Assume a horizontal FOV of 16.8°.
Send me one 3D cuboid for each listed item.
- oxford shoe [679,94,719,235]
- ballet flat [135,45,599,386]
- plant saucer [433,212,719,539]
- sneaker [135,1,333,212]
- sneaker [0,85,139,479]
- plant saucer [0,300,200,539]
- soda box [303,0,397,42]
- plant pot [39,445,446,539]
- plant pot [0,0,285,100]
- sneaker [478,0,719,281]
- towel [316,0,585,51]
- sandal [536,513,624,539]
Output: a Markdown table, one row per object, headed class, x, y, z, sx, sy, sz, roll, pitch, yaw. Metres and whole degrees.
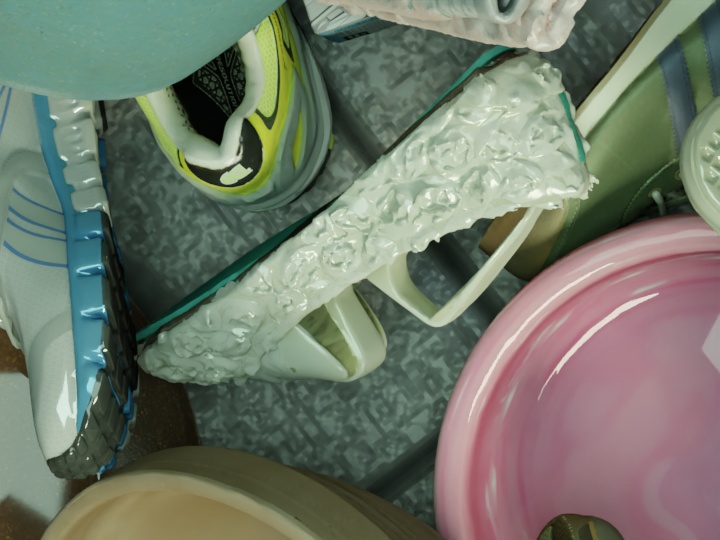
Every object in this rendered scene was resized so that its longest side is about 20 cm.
| class | x | y | z | sx | sy | sz | roll | pitch | yaw |
| --- | --- | --- | --- | --- | --- | --- | --- | --- | --- |
| oxford shoe | 0.191 | -0.031 | 0.814 | 0.199 | 0.058 | 0.075 | -5 | 84 | -24 |
| ballet flat | 0.000 | 0.000 | 0.837 | 0.200 | 0.072 | 0.072 | -37 | 88 | 32 |
| plant saucer | 0.127 | 0.076 | 0.853 | 0.200 | 0.051 | 0.201 | 2 | 102 | 9 |
| sneaker | -0.064 | -0.118 | 0.864 | 0.075 | 0.076 | 0.201 | -26 | 87 | 9 |
| sneaker | -0.126 | -0.015 | 0.846 | 0.086 | 0.075 | 0.201 | -10 | 59 | -4 |
| plant saucer | -0.159 | 0.080 | 0.904 | 0.200 | 0.037 | 0.201 | 0 | 93 | 7 |
| soda box | -0.013 | -0.185 | 0.863 | 0.068 | 0.064 | 0.201 | -18 | 90 | 7 |
| plant pot | -0.014 | 0.144 | 0.843 | 0.200 | 0.093 | 0.202 | 17 | 120 | 33 |
| plant pot | -0.085 | -0.134 | 0.756 | 0.199 | 0.200 | 0.135 | 19 | 120 | 5 |
| sneaker | 0.136 | -0.059 | 0.848 | 0.090 | 0.067 | 0.200 | 40 | 94 | 6 |
| towel | 0.050 | -0.167 | 0.736 | 0.032 | 0.191 | 0.201 | 20 | 94 | -19 |
| sandal | 0.103 | 0.176 | 0.806 | 0.054 | 0.080 | 0.201 | -7 | 77 | -23 |
